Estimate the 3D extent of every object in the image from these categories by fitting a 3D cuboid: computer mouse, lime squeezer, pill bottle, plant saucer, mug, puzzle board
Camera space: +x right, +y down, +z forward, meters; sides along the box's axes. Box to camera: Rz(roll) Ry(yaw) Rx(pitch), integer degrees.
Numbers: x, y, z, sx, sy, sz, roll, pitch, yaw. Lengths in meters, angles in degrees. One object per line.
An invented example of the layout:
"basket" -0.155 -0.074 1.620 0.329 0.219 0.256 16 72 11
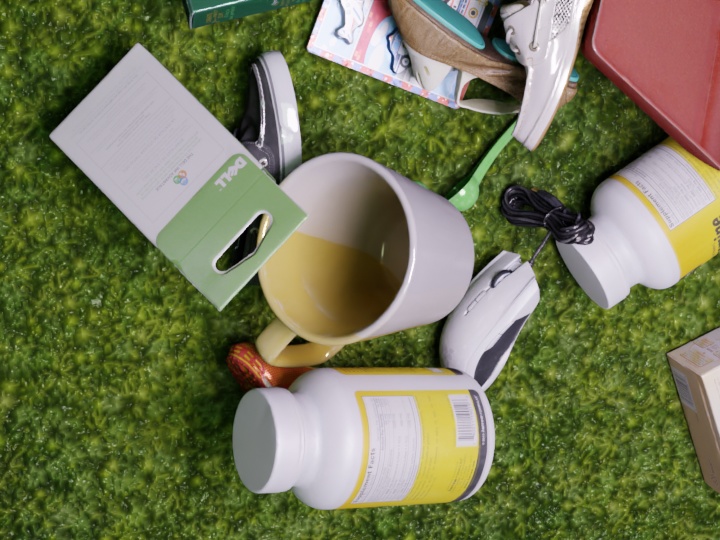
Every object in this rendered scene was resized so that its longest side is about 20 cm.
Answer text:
"computer mouse" 0.122 0.022 1.285 0.044 0.110 0.201 19 105 -39
"lime squeezer" 0.061 -0.081 1.270 0.199 0.038 0.071 -14 108 -13
"pill bottle" 0.278 -0.054 1.304 0.199 0.112 0.112 -34 112 -5
"plant saucer" 0.260 -0.210 1.239 0.199 0.037 0.201 34 60 -34
"mug" 0.003 -0.009 1.201 0.153 0.186 0.151 5 73 -57
"puzzle board" 0.056 -0.254 1.231 0.150 0.017 0.201 18 99 -21
"pill bottle" 0.002 0.136 1.195 0.199 0.112 0.113 2 105 -30

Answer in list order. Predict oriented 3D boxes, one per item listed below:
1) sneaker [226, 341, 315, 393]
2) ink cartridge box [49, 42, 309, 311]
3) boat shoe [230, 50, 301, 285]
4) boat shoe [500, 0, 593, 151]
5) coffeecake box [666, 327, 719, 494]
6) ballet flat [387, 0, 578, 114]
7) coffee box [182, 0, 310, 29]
"sneaker" -0.035 0.111 1.286 0.200 0.073 0.077 36 75 -29
"ink cartridge box" -0.137 -0.070 1.146 0.104 0.059 0.200 -45 79 0
"boat shoe" -0.088 -0.080 1.211 0.066 0.070 0.201 -7 114 -17
"boat shoe" 0.145 -0.200 1.177 0.069 0.071 0.201 15 102 0
"coffeecake box" 0.417 0.113 1.416 0.199 0.073 0.154 -25 111 -9
"ballet flat" 0.091 -0.175 1.231 0.199 0.068 0.073 21 117 -26
"coffee box" -0.056 -0.274 1.150 0.199 0.044 0.124 -17 85 -11
